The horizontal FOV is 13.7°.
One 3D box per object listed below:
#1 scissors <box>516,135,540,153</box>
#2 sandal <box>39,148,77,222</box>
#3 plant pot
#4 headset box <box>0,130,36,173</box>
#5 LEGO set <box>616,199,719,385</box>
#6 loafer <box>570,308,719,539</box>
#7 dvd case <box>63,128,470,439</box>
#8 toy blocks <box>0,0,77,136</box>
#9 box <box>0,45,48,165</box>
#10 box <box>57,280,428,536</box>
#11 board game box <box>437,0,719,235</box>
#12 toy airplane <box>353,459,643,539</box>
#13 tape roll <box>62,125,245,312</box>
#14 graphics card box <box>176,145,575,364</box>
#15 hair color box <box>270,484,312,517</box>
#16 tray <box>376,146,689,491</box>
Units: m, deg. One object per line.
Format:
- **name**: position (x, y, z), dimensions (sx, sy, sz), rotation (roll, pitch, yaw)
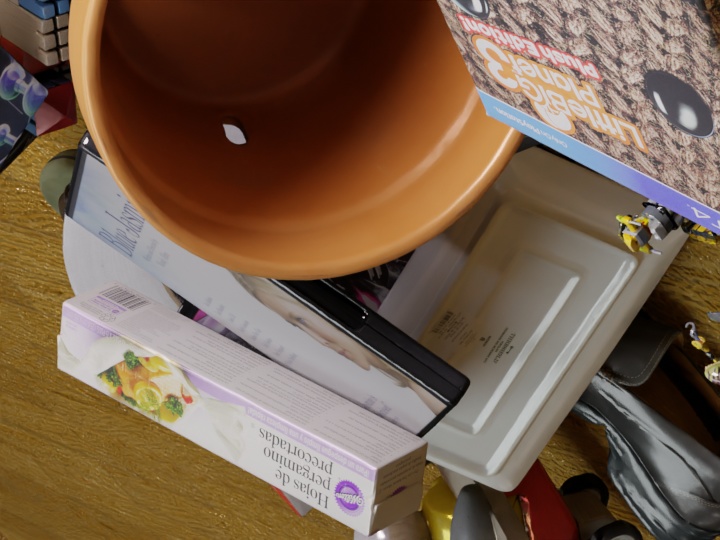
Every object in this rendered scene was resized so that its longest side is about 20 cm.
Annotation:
- **scissors**: position (0.040, -0.045, 1.338), dimensions (0.200, 0.014, 0.073), rotation (-10, 147, 16)
- **sandal**: position (-0.137, -0.028, 1.668), dimensions (0.080, 0.057, 0.201), rotation (47, 162, -14)
- **plant pot**: position (-0.036, -0.114, 1.263), dimensions (0.200, 0.200, 0.140), rotation (52, 178, -29)
- **headset box**: position (-0.254, -0.081, 1.807), dimensions (0.075, 0.200, 0.149), rotation (43, 165, -1)
- **LEGO set**: position (0.179, 0.042, 1.240), dimensions (0.154, 0.116, 0.200), rotation (25, 156, 47)
- **loafer**: position (0.133, 0.042, 1.474), dimensions (0.200, 0.073, 0.072), rotation (49, 135, -7)
- **dvd case**: position (-0.046, 0.010, 1.354), dimensions (0.200, 0.018, 0.143), rotation (35, 167, 0)
- **toy blocks**: position (-0.173, -0.154, 1.568), dimensions (0.137, 0.100, 0.200), rotation (33, 136, 47)
- **box**: position (-0.277, -0.058, 1.491), dimensions (0.107, 0.200, 0.148), rotation (25, 168, 35)
- **box**: position (-0.059, 0.062, 1.408), dimensions (0.200, 0.041, 0.039), rotation (25, 123, 30)
- **board game box**: position (0.101, -0.120, 1.050), dimensions (0.159, 0.097, 0.200), rotation (30, 159, 38)
- **toy airplane**: position (0.052, 0.117, 1.688), dimensions (0.199, 0.141, 0.200), rotation (56, -179, 17)
- **tape roll**: position (-0.045, -0.022, 1.500), dimensions (0.200, 0.066, 0.200), rotation (6, 129, 7)
- **graphics card box**: position (0.000, 0.000, 1.436), dimensions (0.125, 0.051, 0.200), rotation (27, 130, -12)
- **hair color box**: position (-0.056, 0.039, 1.790), dimensions (0.200, 0.111, 0.064), rotation (53, 172, -33)
- **tray**: position (0.065, 0.028, 1.401), dimensions (0.107, 0.022, 0.200), rotation (24, 129, -9)
